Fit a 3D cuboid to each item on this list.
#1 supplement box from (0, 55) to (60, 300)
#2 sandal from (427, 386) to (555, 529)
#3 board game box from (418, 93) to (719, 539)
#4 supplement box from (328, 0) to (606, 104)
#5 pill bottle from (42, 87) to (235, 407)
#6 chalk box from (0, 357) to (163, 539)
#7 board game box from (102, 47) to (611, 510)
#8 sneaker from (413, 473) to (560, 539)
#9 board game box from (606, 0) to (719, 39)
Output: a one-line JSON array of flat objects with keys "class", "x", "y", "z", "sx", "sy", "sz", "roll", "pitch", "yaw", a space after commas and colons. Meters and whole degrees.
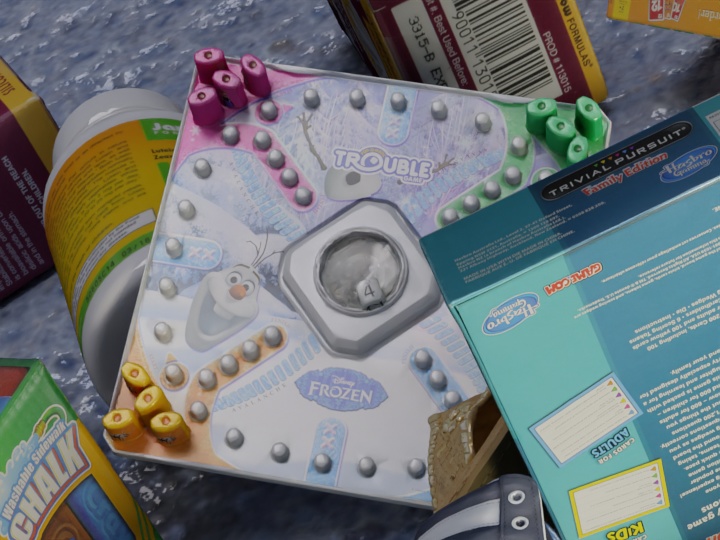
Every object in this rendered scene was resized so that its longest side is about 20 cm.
[{"class": "supplement box", "x": -0.266, "y": -0.033, "z": 1.193, "sx": 0.200, "sy": 0.103, "sz": 0.131, "roll": -35, "pitch": 37, "yaw": -10}, {"class": "sandal", "x": 0.045, "y": 0.084, "z": 0.835, "sx": 0.070, "sy": 0.078, "sz": 0.212, "roll": 29, "pitch": 83, "yaw": 44}, {"class": "board game box", "x": 0.128, "y": 0.040, "z": 0.764, "sx": 0.151, "sy": 0.200, "sz": 0.047, "roll": -25, "pitch": 36, "yaw": 2}, {"class": "supplement box", "x": 0.038, "y": -0.164, "z": 1.127, "sx": 0.103, "sy": 0.131, "sz": 0.200, "roll": -27, "pitch": 34, "yaw": -1}, {"class": "pill bottle", "x": -0.103, "y": -0.015, "z": 1.058, "sx": 0.111, "sy": 0.111, "sz": 0.200, "roll": -27, "pitch": 35, "yaw": -1}, {"class": "chalk box", "x": -0.181, "y": 0.116, "z": 0.867, "sx": 0.125, "sy": 0.200, "sz": 0.124, "roll": 0, "pitch": 43, "yaw": 33}, {"class": "board game box", "x": 0.000, "y": 0.000, "z": 0.923, "sx": 0.199, "sy": 0.026, "sz": 0.201, "roll": 8, "pitch": 69, "yaw": 9}, {"class": "sneaker", "x": 0.079, "y": 0.132, "z": 0.697, "sx": 0.200, "sy": 0.070, "sz": 0.109, "roll": 3, "pitch": 46, "yaw": 39}, {"class": "board game box", "x": 0.226, "y": -0.118, "z": 1.007, "sx": 0.095, "sy": 0.030, "sz": 0.200, "roll": -2, "pitch": 12, "yaw": -43}]
